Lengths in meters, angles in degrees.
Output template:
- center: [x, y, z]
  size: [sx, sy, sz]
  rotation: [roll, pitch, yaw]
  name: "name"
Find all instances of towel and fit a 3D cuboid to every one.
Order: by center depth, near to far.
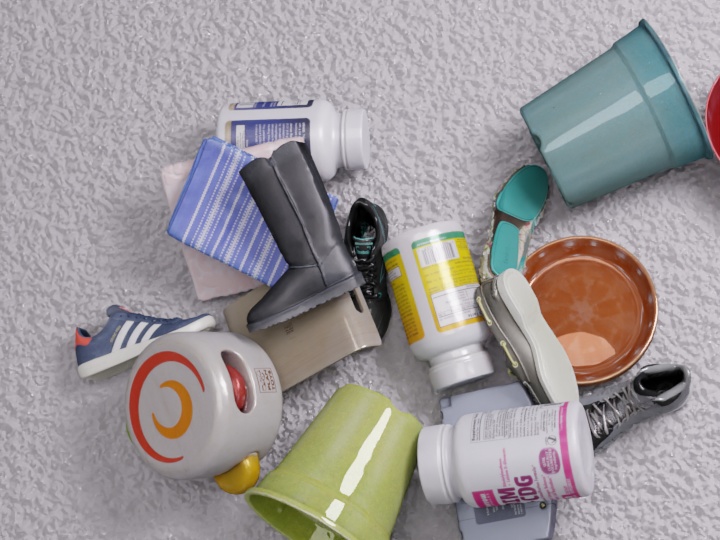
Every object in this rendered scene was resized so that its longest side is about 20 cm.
- center: [-0.142, -0.071, 1.746]
  size: [0.198, 0.024, 0.146]
  rotation: [26, 94, 9]
  name: "towel"
- center: [-0.150, -0.069, 1.802]
  size: [0.198, 0.032, 0.193]
  rotation: [-12, 107, 9]
  name: "towel"

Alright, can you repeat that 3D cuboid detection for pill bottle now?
- center: [0.176, 0.226, 1.626]
  size: [0.198, 0.113, 0.115]
  rotation: [-9, 72, 18]
  name: "pill bottle"
- center: [0.105, 0.048, 1.734]
  size: [0.112, 0.113, 0.202]
  rotation: [-18, 81, 3]
  name: "pill bottle"
- center: [-0.090, -0.175, 1.834]
  size: [0.197, 0.111, 0.112]
  rotation: [-1, 74, 9]
  name: "pill bottle"

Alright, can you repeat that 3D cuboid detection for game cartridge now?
- center: [0.178, 0.248, 1.700]
  size: [0.132, 0.042, 0.202]
  rotation: [-12, 73, 12]
  name: "game cartridge"

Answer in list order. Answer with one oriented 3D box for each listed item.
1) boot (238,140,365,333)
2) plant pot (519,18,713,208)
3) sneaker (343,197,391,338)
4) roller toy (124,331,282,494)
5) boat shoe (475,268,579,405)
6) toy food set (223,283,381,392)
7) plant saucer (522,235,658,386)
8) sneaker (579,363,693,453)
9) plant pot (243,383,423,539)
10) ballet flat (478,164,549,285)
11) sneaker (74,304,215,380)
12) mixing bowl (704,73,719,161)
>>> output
- center: [-0.105, -0.042, 1.699]
  size: [0.163, 0.066, 0.202]
  rotation: [-25, 91, 2]
  name: "boot"
- center: [0.323, -0.189, 1.742]
  size: [0.195, 0.200, 0.202]
  rotation: [-27, 72, 8]
  name: "plant pot"
- center: [0.000, 0.000, 1.788]
  size: [0.074, 0.079, 0.202]
  rotation: [-3, 75, 6]
  name: "sneaker"
- center: [-0.194, 0.171, 1.716]
  size: [0.199, 0.139, 0.184]
  rotation: [28, 104, 34]
  name: "roller toy"
- center: [0.209, 0.099, 1.684]
  size: [0.060, 0.072, 0.203]
  rotation: [-26, 89, 37]
  name: "boat shoe"
- center: [-0.080, 0.079, 1.769]
  size: [0.199, 0.060, 0.145]
  rotation: [-30, 69, 20]
  name: "toy food set"
- center: [0.285, 0.053, 1.744]
  size: [0.198, 0.032, 0.203]
  rotation: [-4, 69, 11]
  name: "plant saucer"
- center: [0.322, 0.162, 1.671]
  size: [0.199, 0.116, 0.076]
  rotation: [-28, 72, 0]
  name: "sneaker"
- center: [-0.015, 0.252, 1.673]
  size: [0.199, 0.201, 0.185]
  rotation: [25, 67, 15]
  name: "plant pot"
- center: [0.195, -0.052, 1.773]
  size: [0.075, 0.064, 0.201]
  rotation: [26, 59, -2]
  name: "ballet flat"
- center: [-0.296, 0.078, 1.812]
  size: [0.198, 0.075, 0.085]
  rotation: [-19, 76, 3]
  name: "sneaker"
- center: [0.541, -0.177, 1.739]
  size: [0.198, 0.108, 0.203]
  rotation: [-3, 74, 9]
  name: "mixing bowl"
